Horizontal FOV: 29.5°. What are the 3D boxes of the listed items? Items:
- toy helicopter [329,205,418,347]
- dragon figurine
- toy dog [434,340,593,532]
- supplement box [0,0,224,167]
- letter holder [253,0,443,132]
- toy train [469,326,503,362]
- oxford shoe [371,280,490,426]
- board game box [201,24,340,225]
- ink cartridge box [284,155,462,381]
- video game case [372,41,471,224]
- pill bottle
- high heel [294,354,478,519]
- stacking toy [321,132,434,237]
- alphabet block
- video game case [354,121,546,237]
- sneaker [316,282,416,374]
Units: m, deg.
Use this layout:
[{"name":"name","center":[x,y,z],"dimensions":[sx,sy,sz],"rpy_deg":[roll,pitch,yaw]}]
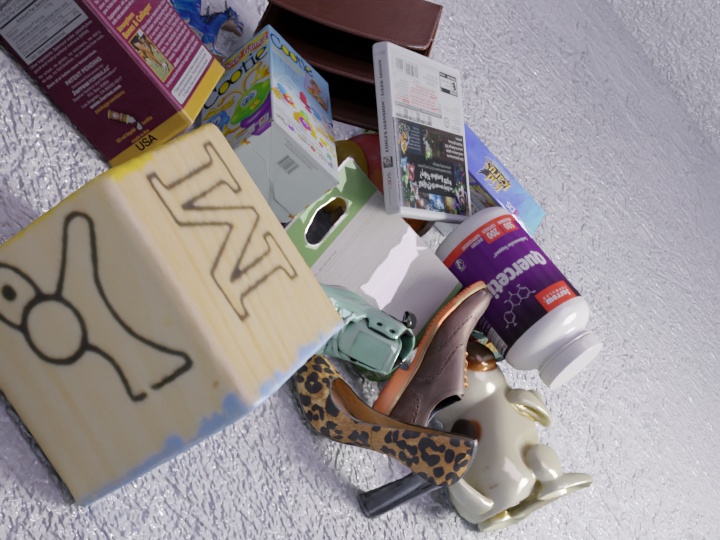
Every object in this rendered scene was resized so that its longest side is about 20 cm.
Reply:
[{"name":"toy helicopter","center":[0.026,-0.009,1.565],"dimensions":[0.200,0.079,0.132],"rpy_deg":[48,11,-36]},{"name":"dragon figurine","center":[-0.199,-0.273,1.476],"dimensions":[0.200,0.059,0.100],"rpy_deg":[23,43,-50]},{"name":"toy dog","center":[0.128,0.179,1.517],"dimensions":[0.193,0.140,0.201],"rpy_deg":[-3,62,-41]},{"name":"supplement box","center":[-0.240,-0.214,1.293],"dimensions":[0.200,0.103,0.131],"rpy_deg":[50,28,-18]},{"name":"letter holder","center":[-0.024,-0.258,1.588],"dimensions":[0.199,0.101,0.142],"rpy_deg":[18,53,2]},{"name":"toy train","center":[0.158,0.064,1.682],"dimensions":[0.085,0.114,0.200],"rpy_deg":[31,22,22]},{"name":"oxford shoe","center":[0.090,0.101,1.458],"dimensions":[0.073,0.200,0.071],"rpy_deg":[32,-15,13]},{"name":"board game box","center":[-0.098,-0.150,1.446],"dimensions":[0.105,0.103,0.200],"rpy_deg":[42,24,-30]},{"name":"ink cartridge box","center":[0.000,0.000,1.462],"dimensions":[0.200,0.048,0.146],"rpy_deg":[47,67,-18]},{"name":"video game case","center":[0.070,-0.146,1.513],"dimensions":[0.200,0.023,0.183],"rpy_deg":[3,82,-64]},{"name":"pill bottle","center":[0.178,0.032,1.536],"dimensions":[0.200,0.112,0.112],"rpy_deg":[51,23,19]},{"name":"high heel","center":[0.023,0.130,1.343],"dimensions":[0.200,0.142,0.071],"rpy_deg":[60,27,3]},{"name":"stacking toy","center":[-0.013,-0.103,1.585],"dimensions":[0.199,0.146,0.147],"rpy_deg":[-1,62,-40]},{"name":"alphabet block","center":[-0.166,0.030,1.072],"dimensions":[0.200,0.195,0.196],"rpy_deg":[58,25,-4]},{"name":"video game case","center":[0.112,-0.120,1.733],"dimensions":[0.200,0.181,0.046],"rpy_deg":[45,70,-26]},{"name":"sneaker","center":[-0.025,0.054,1.310],"dimensions":[0.118,0.074,0.200],"rpy_deg":[27,14,32]}]
